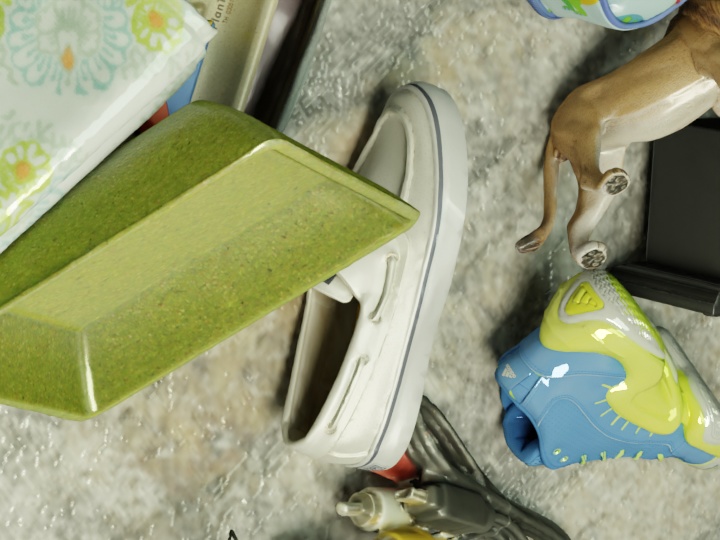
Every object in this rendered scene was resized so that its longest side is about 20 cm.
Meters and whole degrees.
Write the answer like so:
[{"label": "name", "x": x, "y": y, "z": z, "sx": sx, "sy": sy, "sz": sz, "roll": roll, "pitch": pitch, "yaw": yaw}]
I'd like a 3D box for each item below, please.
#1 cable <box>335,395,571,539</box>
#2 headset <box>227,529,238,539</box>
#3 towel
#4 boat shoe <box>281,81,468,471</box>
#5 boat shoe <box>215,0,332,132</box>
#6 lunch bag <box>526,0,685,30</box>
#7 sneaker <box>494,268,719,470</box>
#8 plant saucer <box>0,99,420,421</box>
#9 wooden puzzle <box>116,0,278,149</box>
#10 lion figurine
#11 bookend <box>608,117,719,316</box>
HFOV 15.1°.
[{"label": "cable", "x": 0.054, "y": 0.130, "z": 1.478, "sx": 0.200, "sy": 0.050, "sz": 0.097, "roll": 28, "pitch": 51, "yaw": -54}, {"label": "headset", "x": -0.027, "y": 0.198, "z": 1.382, "sx": 0.124, "sy": 0.094, "sz": 0.200, "roll": -53, "pitch": 139, "yaw": -17}, {"label": "towel", "x": -0.184, "y": -0.093, "z": 1.134, "sx": 0.200, "sy": 0.048, "sz": 0.171, "roll": -43, "pitch": 85, "yaw": -6}, {"label": "boat shoe", "x": 0.000, "y": 0.000, "z": 1.375, "sx": 0.070, "sy": 0.071, "sz": 0.200, "roll": 10, "pitch": 94, "yaw": -32}, {"label": "boat shoe", "x": -0.038, "y": -0.143, "z": 1.308, "sx": 0.074, "sy": 0.065, "sz": 0.202, "roll": 27, "pitch": 83, "yaw": -40}, {"label": "lunch bag", "x": 0.157, "y": -0.235, "z": 1.435, "sx": 0.200, "sy": 0.082, "sz": 0.161, "roll": -37, "pitch": 122, "yaw": -27}, {"label": "sneaker", "x": 0.134, "y": 0.074, "z": 1.514, "sx": 0.105, "sy": 0.076, "sz": 0.200, "roll": -36, "pitch": 138, "yaw": 7}, {"label": "plant saucer", "x": -0.093, "y": -0.009, "z": 1.217, "sx": 0.200, "sy": 0.048, "sz": 0.200, "roll": -31, "pitch": 163, "yaw": 13}, {"label": "wooden puzzle", "x": -0.126, "y": -0.141, "z": 1.217, "sx": 0.200, "sy": 0.046, "sz": 0.186, "roll": 18, "pitch": 90, "yaw": -26}, {"label": "lion figurine", "x": 0.159, "y": -0.091, "z": 1.453, "sx": 0.200, "sy": 0.123, "sz": 0.073, "roll": -26, "pitch": 135, "yaw": 8}, {"label": "bookend", "x": 0.246, "y": -0.083, "z": 1.539, "sx": 0.200, "sy": 0.092, "sz": 0.199, "roll": -5, "pitch": 102, "yaw": -37}]
